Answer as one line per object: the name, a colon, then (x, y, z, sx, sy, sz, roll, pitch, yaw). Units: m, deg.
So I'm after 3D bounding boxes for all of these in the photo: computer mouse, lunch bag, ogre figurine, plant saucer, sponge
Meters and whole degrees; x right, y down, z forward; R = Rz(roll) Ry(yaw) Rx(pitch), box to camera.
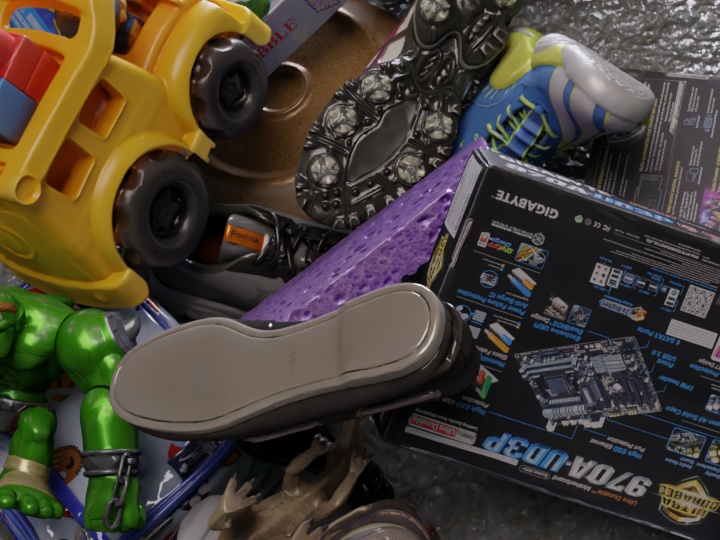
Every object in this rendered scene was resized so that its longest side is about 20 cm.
computer mouse: (-0.073, 0.168, 1.082, 0.200, 0.110, 0.044, -52, 30, -9)
lunch bag: (-0.159, 0.095, 1.152, 0.160, 0.076, 0.200, -41, 58, -8)
ogre figurine: (-0.202, 0.066, 1.089, 0.200, 0.098, 0.120, 12, 85, 40)
plant saucer: (-0.049, -0.108, 1.262, 0.199, 0.035, 0.201, -6, 59, 11)
sponge: (0.000, 0.000, 1.085, 0.200, 0.112, 0.030, -38, 98, 4)

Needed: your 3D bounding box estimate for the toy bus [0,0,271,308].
toy bus: (-0.170, -0.107, 1.112, 0.135, 0.192, 0.200, 13, 70, 39)

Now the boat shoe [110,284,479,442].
boat shoe: (-0.034, 0.057, 0.987, 0.199, 0.057, 0.067, -13, 55, 28)

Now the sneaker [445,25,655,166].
sneaker: (0.107, -0.082, 1.148, 0.076, 0.200, 0.105, 31, 95, -12)

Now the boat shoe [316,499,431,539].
boat shoe: (-0.034, 0.194, 1.029, 0.200, 0.075, 0.073, -38, 12, 20)

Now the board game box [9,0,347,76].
board game box: (-0.122, -0.181, 1.275, 0.199, 0.041, 0.200, -44, 50, 4)

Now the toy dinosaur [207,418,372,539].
toy dinosaur: (-0.054, 0.141, 1.017, 0.200, 0.101, 0.058, -35, 80, -25)

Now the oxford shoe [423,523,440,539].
oxford shoe: (0.005, 0.229, 1.037, 0.075, 0.070, 0.201, 0, 60, 20)

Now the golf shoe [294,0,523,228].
golf shoe: (0.030, -0.103, 1.188, 0.077, 0.088, 0.200, 37, 77, -2)

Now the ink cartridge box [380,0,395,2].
ink cartridge box: (0.091, -0.267, 1.266, 0.199, 0.084, 0.147, -8, 80, 10)

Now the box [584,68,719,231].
box: (0.208, -0.021, 1.142, 0.160, 0.044, 0.201, 6, 63, 17)

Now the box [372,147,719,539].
box: (0.126, 0.042, 1.027, 0.199, 0.046, 0.159, 18, 103, -10)

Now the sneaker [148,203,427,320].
sneaker: (-0.040, 0.001, 1.171, 0.199, 0.079, 0.074, 8, 63, 13)
